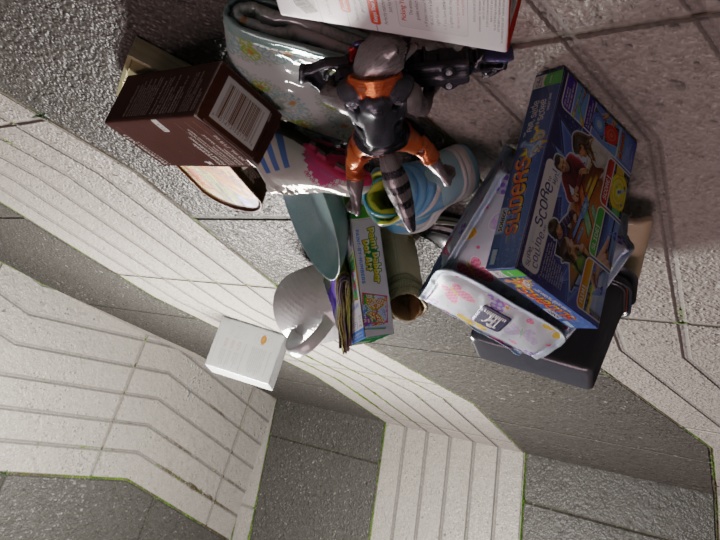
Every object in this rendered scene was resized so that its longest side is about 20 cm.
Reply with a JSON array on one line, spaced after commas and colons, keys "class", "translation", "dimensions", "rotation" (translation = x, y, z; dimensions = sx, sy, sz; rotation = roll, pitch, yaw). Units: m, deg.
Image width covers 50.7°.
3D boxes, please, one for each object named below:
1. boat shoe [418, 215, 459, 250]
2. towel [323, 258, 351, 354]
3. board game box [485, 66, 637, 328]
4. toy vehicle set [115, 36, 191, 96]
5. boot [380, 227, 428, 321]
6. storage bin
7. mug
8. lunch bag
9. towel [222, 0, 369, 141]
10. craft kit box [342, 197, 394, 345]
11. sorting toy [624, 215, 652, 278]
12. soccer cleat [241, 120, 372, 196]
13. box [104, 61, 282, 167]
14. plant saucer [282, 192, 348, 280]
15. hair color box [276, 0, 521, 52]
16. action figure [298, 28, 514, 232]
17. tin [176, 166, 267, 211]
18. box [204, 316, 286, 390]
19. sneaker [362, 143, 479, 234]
[{"class": "boat shoe", "translation": [0.163, -0.022, 1.097], "dimensions": [0.198, 0.063, 0.074], "rotation": [27, 162, -19]}, {"class": "towel", "translation": [-0.039, 0.010, 1.130], "dimensions": [0.022, 0.201, 0.145], "rotation": [-7, 127, -7]}, {"class": "board game box", "translation": [0.193, -0.065, 0.708], "dimensions": [0.135, 0.202, 0.034], "rotation": [31, 158, -34]}, {"class": "toy vehicle set", "translation": [-0.205, -0.210, 0.965], "dimensions": [0.198, 0.027, 0.124], "rotation": [25, 161, -20]}, {"class": "boot", "translation": [0.056, 0.004, 1.116], "dimensions": [0.072, 0.157, 0.200], "rotation": [-11, 158, -1]}, {"class": "storage bin", "translation": [0.239, 0.064, 0.983], "dimensions": [0.198, 0.136, 0.146], "rotation": [16, 161, 23]}, {"class": "mug", "translation": [-0.071, 0.076, 1.397], "dimensions": [0.148, 0.201, 0.175], "rotation": [44, 148, -19]}, {"class": "lunch bag", "translation": [0.179, -0.005, 0.849], "dimensions": [0.168, 0.127, 0.201], "rotation": [31, 121, 0]}, {"class": "towel", "translation": [-0.047, -0.200, 0.804], "dimensions": [0.198, 0.049, 0.171], "rotation": [19, 162, -1]}, {"class": "craft kit box", "translation": [0.000, 0.000, 1.069], "dimensions": [0.048, 0.200, 0.200], "rotation": [-9, 174, -8]}, {"class": "sorting toy", "translation": [0.254, -0.031, 0.958], "dimensions": [0.197, 0.037, 0.185], "rotation": [11, 159, 19]}, {"class": "soccer cleat", "translation": [-0.066, -0.116, 0.879], "dimensions": [0.199, 0.087, 0.069], "rotation": [35, -152, 34]}, {"class": "box", "translation": [-0.196, -0.174, 0.872], "dimensions": [0.199, 0.076, 0.100], "rotation": [10, 160, 46]}, {"class": "plant saucer", "translation": [-0.058, -0.088, 1.015], "dimensions": [0.038, 0.203, 0.201], "rotation": [-21, 172, -18]}, {"class": "hair color box", "translation": [0.024, -0.241, 0.584], "dimensions": [0.197, 0.065, 0.111], "rotation": [13, 162, 13]}, {"class": "action figure", "translation": [0.047, -0.138, 0.698], "dimensions": [0.197, 0.106, 0.194], "rotation": [-8, 141, 11]}, {"class": "tin", "translation": [-0.213, -0.150, 1.135], "dimensions": [0.111, 0.042, 0.200], "rotation": [7, 159, 22]}, {"class": "box", "translation": [-0.331, 0.245, 2.230], "dimensions": [0.198, 0.154, 0.107], "rotation": [17, 162, 6]}, {"class": "sneaker", "translation": [0.042, -0.084, 0.915], "dimensions": [0.129, 0.080, 0.200], "rotation": [-19, 170, -27]}]
